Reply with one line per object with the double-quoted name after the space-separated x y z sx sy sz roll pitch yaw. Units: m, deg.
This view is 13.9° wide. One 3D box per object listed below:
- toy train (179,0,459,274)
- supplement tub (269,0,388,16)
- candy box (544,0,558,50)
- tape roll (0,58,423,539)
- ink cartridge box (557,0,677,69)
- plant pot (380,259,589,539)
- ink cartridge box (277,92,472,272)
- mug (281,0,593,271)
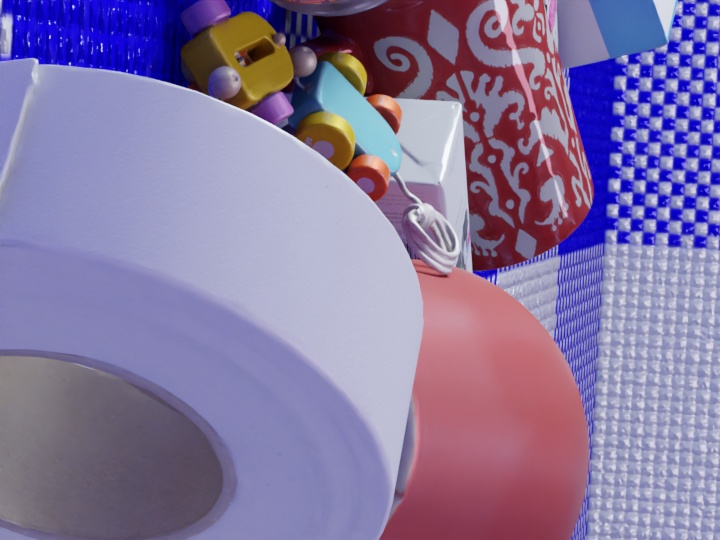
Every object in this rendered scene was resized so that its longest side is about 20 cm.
-0.039 -0.049 1.402 0.200 0.056 0.150 15 50 -55 "toy train"
-0.007 -0.194 1.466 0.200 0.122 0.123 -50 143 -72 "supplement tub"
0.047 -0.167 1.745 0.061 0.136 0.200 -77 167 -49 "candy box"
-0.084 0.028 0.898 0.203 0.202 0.071 81 17 -51 "tape roll"
0.088 -0.201 1.848 0.129 0.200 0.125 -71 145 -55 "ink cartridge box"
-0.010 0.083 1.412 0.177 0.200 0.201 15 78 -68 "plant pot"
-0.001 0.000 1.594 0.200 0.115 0.068 85 14 -44 "ink cartridge box"
0.034 -0.101 1.661 0.134 0.177 0.200 -114 -179 -57 "mug"
